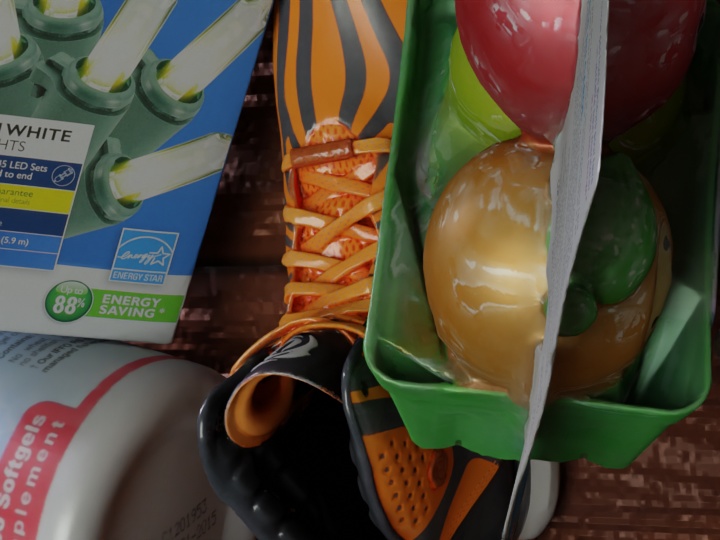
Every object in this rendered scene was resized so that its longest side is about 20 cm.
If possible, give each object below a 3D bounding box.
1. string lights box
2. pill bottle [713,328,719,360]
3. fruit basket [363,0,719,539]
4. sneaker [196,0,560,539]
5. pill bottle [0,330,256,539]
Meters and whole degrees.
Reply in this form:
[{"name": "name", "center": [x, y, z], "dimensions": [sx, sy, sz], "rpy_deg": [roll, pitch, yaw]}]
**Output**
[{"name": "string lights box", "center": [-0.085, -0.080, 0.826], "dimensions": [0.059, 0.102, 0.201], "rpy_deg": [-122, 43, -52]}, {"name": "pill bottle", "center": [0.185, 0.067, 0.695], "dimensions": [0.200, 0.114, 0.114], "rpy_deg": [51, 120, 13]}, {"name": "fruit basket", "center": [0.059, -0.042, 0.685], "dimensions": [0.093, 0.186, 0.200], "rpy_deg": [10, 147, -4]}, {"name": "sneaker", "center": [0.000, 0.000, 0.798], "dimensions": [0.077, 0.112, 0.201], "rpy_deg": [-14, 91, 32]}, {"name": "pill bottle", "center": [-0.140, 0.061, 0.899], "dimensions": [0.199, 0.109, 0.109], "rpy_deg": [13, 107, 29]}]
